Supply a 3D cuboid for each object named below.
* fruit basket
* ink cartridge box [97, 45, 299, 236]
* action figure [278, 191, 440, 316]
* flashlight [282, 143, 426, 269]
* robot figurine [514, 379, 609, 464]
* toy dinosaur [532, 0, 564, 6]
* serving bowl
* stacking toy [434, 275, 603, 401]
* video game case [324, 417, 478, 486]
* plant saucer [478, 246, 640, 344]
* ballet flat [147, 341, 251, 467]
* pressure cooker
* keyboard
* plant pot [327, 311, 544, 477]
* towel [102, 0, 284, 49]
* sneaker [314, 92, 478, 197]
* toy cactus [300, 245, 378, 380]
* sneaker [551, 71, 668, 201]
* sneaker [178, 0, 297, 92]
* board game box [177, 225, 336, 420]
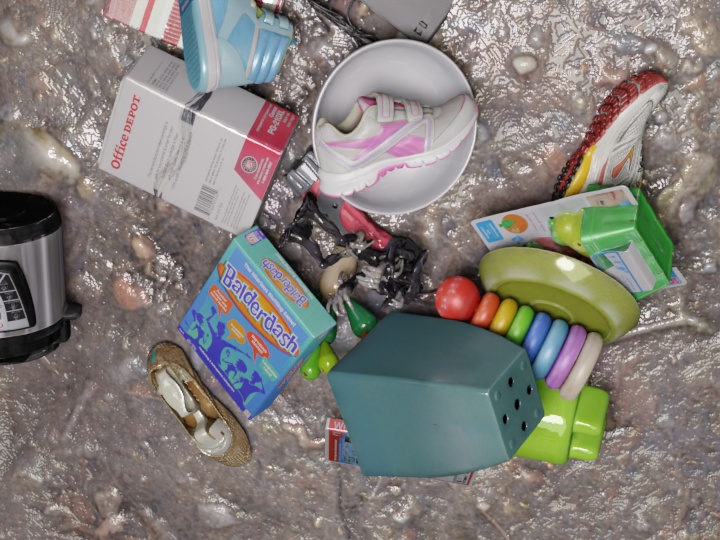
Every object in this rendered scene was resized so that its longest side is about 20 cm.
[{"bbox_3d":[0.253,-0.014,1.445,0.198,0.095,0.186,-17,133,29],"label":"fruit basket"},{"bbox_3d":[-0.191,-0.150,1.463,0.198,0.085,0.146,25,131,-3],"label":"ink cartridge box"},{"bbox_3d":[0.000,0.000,1.448,0.198,0.103,0.119,31,136,-7],"label":"action figure"},{"bbox_3d":[-0.003,-0.065,1.505,0.200,0.068,0.068,43,99,-9],"label":"flashlight"},{"bbox_3d":[0.201,0.168,1.528,0.197,0.116,0.177,11,133,15],"label":"robot figurine"},{"bbox_3d":[0.183,-0.399,1.378,0.100,0.077,0.204,1,105,-7],"label":"toy dinosaur"},{"bbox_3d":[0.034,-0.171,1.452,0.196,0.066,0.204,-4,108,-12],"label":"serving bowl"},{"bbox_3d":[0.177,0.068,1.448,0.198,0.085,0.086,29,110,6],"label":"stacking toy"},{"bbox_3d":[0.053,0.230,1.576,0.196,0.143,0.018,10,66,2],"label":"video game case"},{"bbox_3d":[0.227,0.039,1.462,0.197,0.200,0.031,24,67,-3],"label":"plant saucer"},{"bbox_3d":[-0.214,0.186,1.613,0.070,0.065,0.201,-34,103,15],"label":"ballet flat"},{"bbox_3d":[-0.443,0.020,1.524,0.174,0.178,0.203,16,114,33],"label":"pressure cooker"},{"bbox_3d":[0.003,-0.326,1.439,0.199,0.021,0.128,37,103,-6],"label":"keyboard"},{"bbox_3d":[0.096,0.144,1.408,0.198,0.141,0.143,0,119,39],"label":"plant pot"},{"bbox_3d":[-0.189,-0.328,1.457,0.197,0.023,0.146,22,108,-4],"label":"towel"},{"bbox_3d":[0.035,-0.157,1.379,0.197,0.081,0.089,-24,112,-7],"label":"sneaker"},{"bbox_3d":[-0.032,0.056,1.541,0.197,0.102,0.168,14,87,27],"label":"toy cactus"},{"bbox_3d":[0.300,-0.140,1.450,0.081,0.078,0.202,25,119,-7],"label":"sneaker"},{"bbox_3d":[-0.138,-0.303,1.421,0.128,0.079,0.204,-4,88,-23],"label":"sneaker"},{"bbox_3d":[-0.130,0.067,1.506,0.153,0.045,0.200,49,135,11],"label":"board game box"}]
